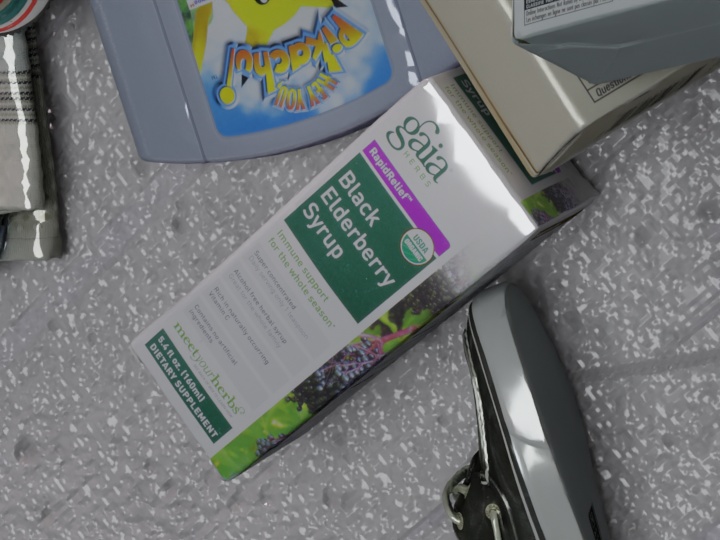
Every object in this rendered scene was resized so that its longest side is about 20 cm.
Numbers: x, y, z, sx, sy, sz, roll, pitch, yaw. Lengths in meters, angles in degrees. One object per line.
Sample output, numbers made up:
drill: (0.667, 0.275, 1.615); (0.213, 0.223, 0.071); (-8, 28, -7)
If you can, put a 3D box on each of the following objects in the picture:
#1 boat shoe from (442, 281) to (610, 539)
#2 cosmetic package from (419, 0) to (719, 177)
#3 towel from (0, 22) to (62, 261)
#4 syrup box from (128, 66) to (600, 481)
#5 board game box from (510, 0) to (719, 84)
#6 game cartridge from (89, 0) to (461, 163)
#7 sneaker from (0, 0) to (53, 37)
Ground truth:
boat shoe: (0.070, 0.107, 0.835); (0.063, 0.071, 0.201); (-14, 96, 18)
cosmetic package: (0.064, -0.152, 0.763); (0.103, 0.073, 0.201); (-30, 83, -16)
towel: (-0.242, -0.094, 0.974); (0.191, 0.035, 0.201); (-1, 100, 26)
syrup box: (0.000, 0.000, 0.846); (0.200, 0.081, 0.079); (-40, 83, 28)
board game box: (0.126, -0.180, 0.667); (0.147, 0.064, 0.201); (-9, 73, 37)
game cartridge: (-0.033, -0.123, 0.864); (0.199, 0.040, 0.134); (-17, 96, 28)
sneaker: (-0.179, -0.212, 0.868); (0.070, 0.093, 0.201); (-1, 86, 21)
